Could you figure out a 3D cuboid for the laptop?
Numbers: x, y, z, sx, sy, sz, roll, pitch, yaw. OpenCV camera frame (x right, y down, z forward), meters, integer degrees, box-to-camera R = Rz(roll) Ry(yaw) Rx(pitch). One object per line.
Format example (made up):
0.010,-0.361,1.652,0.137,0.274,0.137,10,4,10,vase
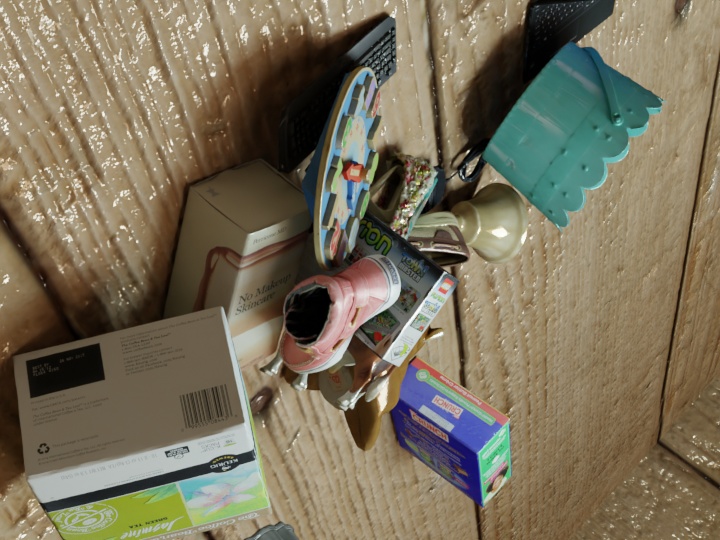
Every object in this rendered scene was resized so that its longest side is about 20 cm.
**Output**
0.291,-0.314,1.626,0.177,0.103,0.200,-39,151,-25,laptop

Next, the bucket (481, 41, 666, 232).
0.251,-0.164,1.645,0.207,0.135,0.207,-50,174,-7,bucket

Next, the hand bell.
0.102,-0.058,1.695,0.200,0.104,0.104,-2,126,-42,hand bell

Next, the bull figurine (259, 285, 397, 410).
-0.036,0.076,1.490,0.065,0.200,0.122,36,77,-44,bull figurine

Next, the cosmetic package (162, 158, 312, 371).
-0.124,0.003,1.365,0.103,0.087,0.200,-28,145,-42,cosmetic package

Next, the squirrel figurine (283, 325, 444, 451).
0.030,0.081,1.673,0.187,0.141,0.200,-33,152,-47,squirrel figurine

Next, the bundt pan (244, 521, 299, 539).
-0.141,0.456,1.937,0.202,0.076,0.202,-38,150,-27,bundt pan

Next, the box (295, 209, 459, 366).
0.000,0.000,1.433,0.110,0.200,0.035,-54,142,5,box

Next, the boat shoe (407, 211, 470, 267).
0.037,-0.014,1.578,0.200,0.072,0.072,-11,152,-31,boat shoe

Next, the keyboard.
-0.019,-0.157,1.360,0.200,0.021,0.127,-47,154,-38,keyboard

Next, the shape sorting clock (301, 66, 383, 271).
-0.010,-0.097,1.327,0.200,0.039,0.200,15,90,-77,shape sorting clock

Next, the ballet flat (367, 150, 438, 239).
0.024,-0.052,1.510,0.076,0.064,0.200,-32,-153,48,ballet flat

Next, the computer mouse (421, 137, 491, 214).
0.098,-0.116,1.654,0.200,0.034,0.059,-33,138,-45,computer mouse

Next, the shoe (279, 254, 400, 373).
-0.048,0.052,1.363,0.091,0.072,0.200,-17,162,-41,shoe

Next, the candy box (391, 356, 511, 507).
0.131,0.235,1.992,0.077,0.169,0.200,-47,154,-18,candy box

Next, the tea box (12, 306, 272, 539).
-0.201,0.158,1.295,0.200,0.134,0.197,-14,147,-4,tea box
